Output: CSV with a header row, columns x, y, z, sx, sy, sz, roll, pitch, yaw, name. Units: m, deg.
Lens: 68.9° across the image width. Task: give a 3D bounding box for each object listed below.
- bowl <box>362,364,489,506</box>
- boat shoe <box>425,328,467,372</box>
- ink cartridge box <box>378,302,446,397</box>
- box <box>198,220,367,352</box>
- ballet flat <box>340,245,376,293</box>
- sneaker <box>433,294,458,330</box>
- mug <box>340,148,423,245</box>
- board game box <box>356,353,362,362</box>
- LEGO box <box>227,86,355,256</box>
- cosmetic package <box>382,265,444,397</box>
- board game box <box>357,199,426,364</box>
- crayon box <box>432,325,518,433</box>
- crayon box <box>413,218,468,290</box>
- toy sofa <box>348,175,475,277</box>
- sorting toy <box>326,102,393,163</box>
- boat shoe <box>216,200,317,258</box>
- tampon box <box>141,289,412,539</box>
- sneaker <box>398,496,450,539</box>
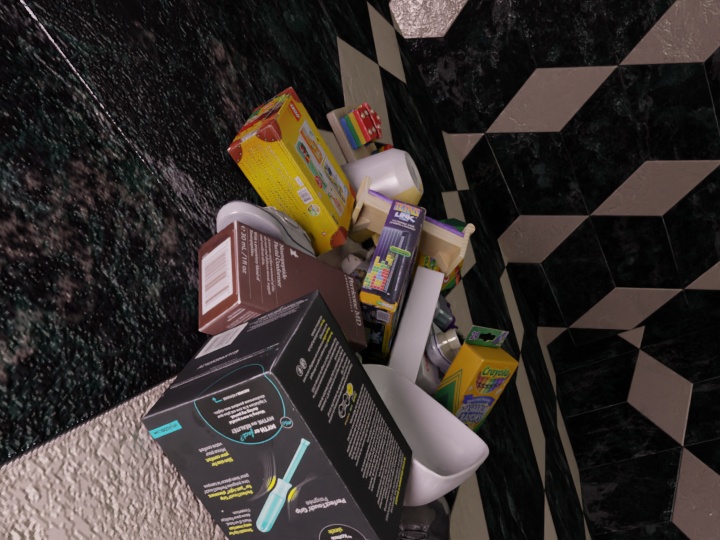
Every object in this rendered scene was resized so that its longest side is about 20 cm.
x,y,z,sx,sy,sz,roll,pitch,yaw,name
0.046,0.204,0.652,0.198,0.076,0.198,35,13,29,bowl
0.177,0.148,0.947,0.199,0.061,0.074,26,46,-60,boat shoe
0.111,0.170,0.967,0.200,0.082,0.149,43,33,-49,ink cartridge box
-0.084,0.035,0.601,0.198,0.074,0.102,27,43,-46,box
0.000,0.000,0.907,0.074,0.071,0.200,65,22,-7,ballet flat
0.142,0.064,1.093,0.087,0.075,0.201,35,17,-19,sneaker
0.045,-0.141,1.007,0.188,0.150,0.152,52,26,-34,mug
-0.056,0.112,0.703,0.201,0.029,0.097,51,28,-41,board game box
-0.092,-0.144,0.785,0.202,0.076,0.151,56,24,-28,LEGO box
0.081,0.104,0.835,0.083,0.049,0.204,95,13,-67,cosmetic package
0.042,0.024,0.783,0.202,0.055,0.169,92,15,-61,board game box
0.194,0.199,0.904,0.124,0.204,0.051,12,19,-44,crayon box
0.128,-0.021,0.986,0.197,0.050,0.130,-15,122,-46,crayon box
0.082,-0.081,0.858,0.196,0.083,0.099,24,62,-3,toy sofa
0.022,-0.285,1.195,0.204,0.068,0.199,63,22,-13,sorting toy
-0.112,-0.046,0.662,0.199,0.071,0.067,33,35,-57,boat shoe
-0.064,0.154,0.482,0.203,0.147,0.127,61,24,-17,tampon box
0.077,0.366,0.677,0.115,0.074,0.205,-55,138,-59,sneaker
